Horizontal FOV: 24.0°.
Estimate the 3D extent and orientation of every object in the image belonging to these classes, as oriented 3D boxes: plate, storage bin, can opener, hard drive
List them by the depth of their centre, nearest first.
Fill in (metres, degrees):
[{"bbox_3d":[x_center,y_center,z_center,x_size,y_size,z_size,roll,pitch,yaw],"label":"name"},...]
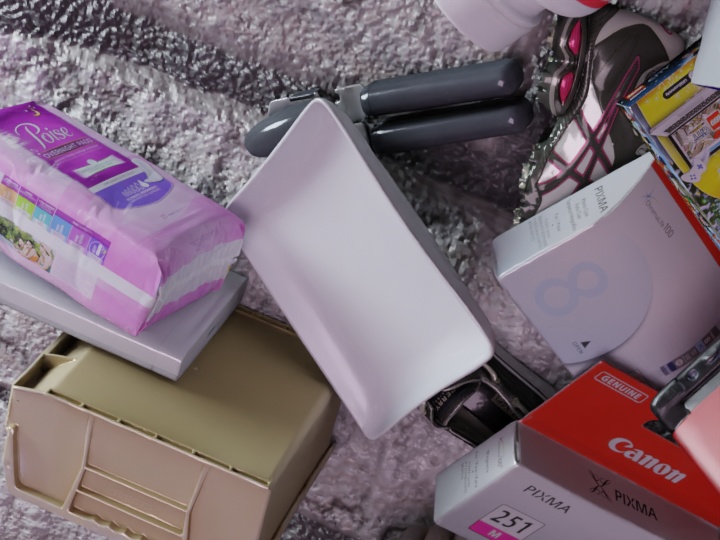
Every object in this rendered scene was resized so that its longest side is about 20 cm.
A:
[{"bbox_3d":[0.015,-0.099,1.143,0.198,0.067,0.054,-6,112,30],"label":"can opener"},{"bbox_3d":[0.000,0.000,1.149,0.201,0.032,0.200,55,149,5],"label":"plate"},{"bbox_3d":[-0.128,0.106,1.220,0.197,0.200,0.094,22,120,8],"label":"storage bin"},{"bbox_3d":[-0.196,0.003,1.232,0.199,0.132,0.027,24,121,7],"label":"hard drive"}]

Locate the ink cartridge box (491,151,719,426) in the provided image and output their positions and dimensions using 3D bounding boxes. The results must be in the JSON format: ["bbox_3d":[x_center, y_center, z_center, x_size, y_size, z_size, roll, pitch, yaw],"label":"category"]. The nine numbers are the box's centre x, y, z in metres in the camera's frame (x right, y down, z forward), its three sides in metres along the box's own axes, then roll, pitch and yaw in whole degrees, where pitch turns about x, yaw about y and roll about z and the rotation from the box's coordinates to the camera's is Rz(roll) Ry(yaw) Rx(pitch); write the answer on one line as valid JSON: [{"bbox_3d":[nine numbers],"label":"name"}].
[{"bbox_3d":[0.208,-0.001,1.093,0.199,0.047,0.160,-28,123,20],"label":"ink cartridge box"}]

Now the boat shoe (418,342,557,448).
[{"bbox_3d":[0.068,0.078,1.215,0.199,0.064,0.071,34,121,1],"label":"boat shoe"}]

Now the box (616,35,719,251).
[{"bbox_3d":[0.274,-0.105,1.017,0.199,0.038,0.137,-37,101,3],"label":"box"}]

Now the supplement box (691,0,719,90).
[{"bbox_3d":[0.300,-0.131,0.943,0.198,0.103,0.102,12,98,-5],"label":"supplement box"}]

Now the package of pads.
[{"bbox_3d":[-0.192,-0.041,1.196,0.199,0.120,0.076,31,115,16],"label":"package of pads"}]

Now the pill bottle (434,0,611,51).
[{"bbox_3d":[0.134,-0.222,1.007,0.199,0.120,0.120,-35,100,29],"label":"pill bottle"}]

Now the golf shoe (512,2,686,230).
[{"bbox_3d":[0.150,-0.074,1.106,0.087,0.077,0.202,13,119,7],"label":"golf shoe"}]

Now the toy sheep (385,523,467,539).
[{"bbox_3d":[0.053,0.257,1.271,0.198,0.138,0.139,-18,109,14],"label":"toy sheep"}]

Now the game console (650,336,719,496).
[{"bbox_3d":[0.288,0.061,1.020,0.200,0.172,0.119,-42,67,8],"label":"game console"}]

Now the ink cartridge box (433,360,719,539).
[{"bbox_3d":[0.180,0.159,1.174,0.199,0.044,0.173,28,134,-24],"label":"ink cartridge box"}]
